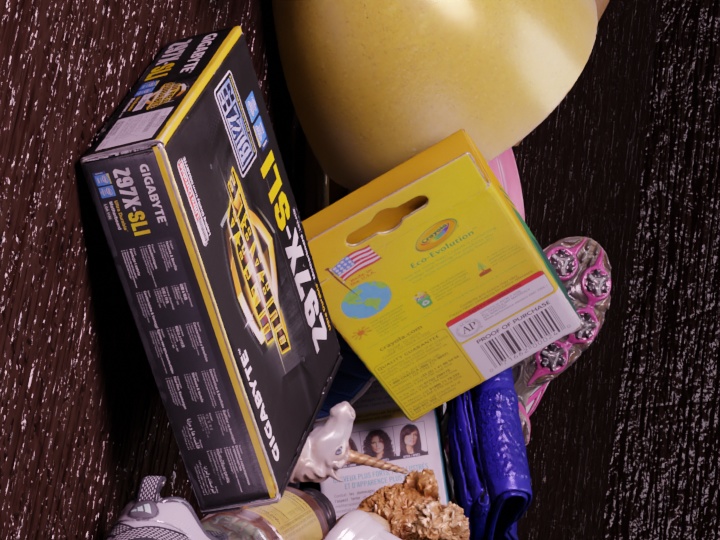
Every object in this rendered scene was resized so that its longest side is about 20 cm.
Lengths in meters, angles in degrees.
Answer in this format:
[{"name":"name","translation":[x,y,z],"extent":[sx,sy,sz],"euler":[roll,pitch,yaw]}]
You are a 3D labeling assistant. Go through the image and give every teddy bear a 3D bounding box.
[{"name":"teddy bear","translation":[0.027,0.204,1.544],"extent":[0.145,0.066,0.201],"euler":[114,-29,-52]}]

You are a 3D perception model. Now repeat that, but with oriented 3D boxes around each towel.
[{"name":"towel","translation":[0.070,0.077,1.713],"extent":[0.148,0.049,0.201],"euler":[95,-13,-67]}]

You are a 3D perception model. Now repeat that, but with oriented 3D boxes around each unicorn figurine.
[{"name":"unicorn figurine","translation":[-0.051,0.074,1.548],"extent":[0.200,0.073,0.138],"euler":[-22,115,-58]}]

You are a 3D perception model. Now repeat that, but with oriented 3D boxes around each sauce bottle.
[{"name":"sauce bottle","translation":[-0.054,0.161,1.546],"extent":[0.200,0.064,0.065],"euler":[-5,98,-78]}]

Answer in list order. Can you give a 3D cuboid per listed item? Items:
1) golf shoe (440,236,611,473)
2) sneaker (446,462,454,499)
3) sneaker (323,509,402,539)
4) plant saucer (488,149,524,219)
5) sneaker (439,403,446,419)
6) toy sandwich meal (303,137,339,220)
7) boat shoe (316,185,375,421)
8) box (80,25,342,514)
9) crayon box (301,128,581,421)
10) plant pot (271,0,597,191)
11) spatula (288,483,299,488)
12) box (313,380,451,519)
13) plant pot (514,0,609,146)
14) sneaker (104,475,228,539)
[{"name":"golf shoe","translation":[0.105,0.062,1.842],"extent":[0.201,0.072,0.092],"euler":[-59,-169,-2]},{"name":"sneaker","translation":[0.021,0.160,1.801],"extent":[0.087,0.073,0.201],"euler":[-130,-149,-50]},{"name":"sneaker","translation":[-0.027,0.239,1.482],"extent":[0.200,0.088,0.075],"euler":[-56,172,11]},{"name":"plant saucer","translation":[0.069,-0.051,1.891],"extent":[0.200,0.051,0.202],"euler":[170,-90,-73]},{"name":"sneaker","translation":[0.026,0.108,1.891],"extent":[0.201,0.078,0.080],"euler":[85,22,-46]},{"name":"toy sandwich meal","translation":[0.013,-0.066,1.784],"extent":[0.205,0.070,0.207],"euler":[4,90,-79]},{"name":"boat shoe","translation":[0.000,0.000,1.680],"extent":[0.201,0.072,0.072],"euler":[-65,-168,8]},{"name":"box","translation":[-0.071,-0.003,1.341],"extent":[0.160,0.049,0.201],"euler":[-67,144,-63]},{"name":"crayon box","translation":[0.040,-0.003,1.563],"extent":[0.200,0.127,0.051],"euler":[54,9,-52]},{"name":"plant pot","translation":[0.024,-0.167,1.592],"extent":[0.142,0.199,0.201],"euler":[54,35,-35]},{"name":"spatula","translation":[-0.044,0.094,1.652],"extent":[0.056,0.021,0.201],"euler":[-21,129,-33]},{"name":"box","translation":[0.013,0.117,1.700],"extent":[0.049,0.082,0.201],"euler":[74,8,-63]},{"name":"plant pot","translation":[0.104,-0.202,1.985],"extent":[0.186,0.185,0.201],"euler":[-14,120,-78]},{"name":"sneaker","translation":[-0.091,0.193,1.341],"extent":[0.140,0.077,0.201],"euler":[-72,162,-49]}]
